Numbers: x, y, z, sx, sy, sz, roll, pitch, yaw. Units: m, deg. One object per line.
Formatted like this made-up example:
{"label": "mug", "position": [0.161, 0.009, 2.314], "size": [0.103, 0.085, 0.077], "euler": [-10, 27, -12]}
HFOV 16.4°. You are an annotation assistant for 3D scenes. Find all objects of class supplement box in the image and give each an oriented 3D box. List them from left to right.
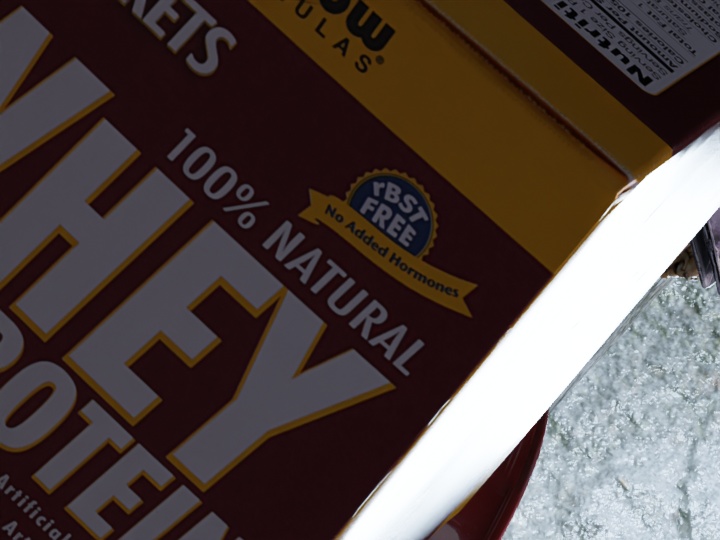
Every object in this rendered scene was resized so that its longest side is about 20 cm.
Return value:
{"label": "supplement box", "position": [-0.013, -0.017, 0.545], "size": [0.197, 0.133, 0.200], "euler": [-52, 170, 28]}

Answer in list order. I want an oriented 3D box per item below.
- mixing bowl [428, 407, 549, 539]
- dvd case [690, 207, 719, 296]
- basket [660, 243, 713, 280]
{"label": "mixing bowl", "position": [-0.048, 0.071, 0.755], "size": [0.200, 0.108, 0.200], "euler": [-46, -167, 14]}
{"label": "dvd case", "position": [0.156, -0.111, 0.928], "size": [0.149, 0.016, 0.200], "euler": [-42, 131, -28]}
{"label": "basket", "position": [0.123, -0.109, 1.034], "size": [0.200, 0.149, 0.143], "euler": [-44, -157, -26]}
